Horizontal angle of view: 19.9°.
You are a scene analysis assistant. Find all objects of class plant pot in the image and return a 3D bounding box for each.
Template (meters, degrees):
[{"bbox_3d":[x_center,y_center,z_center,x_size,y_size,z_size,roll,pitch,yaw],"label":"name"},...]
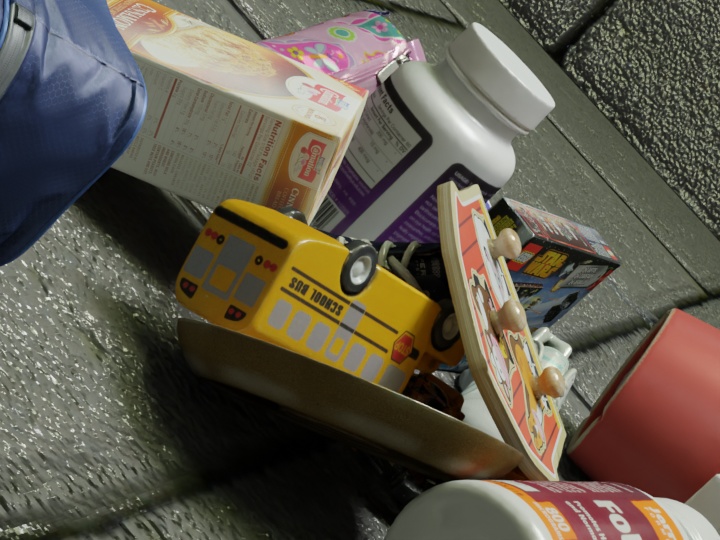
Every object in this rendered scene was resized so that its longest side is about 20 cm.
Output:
[{"bbox_3d":[0.269,0.136,1.575,0.177,0.201,0.200,37,14,4],"label":"plant pot"},{"bbox_3d":[-0.010,0.075,1.096,0.199,0.028,0.200,22,-8,3],"label":"plant pot"}]

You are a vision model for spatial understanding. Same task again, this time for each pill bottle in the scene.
[{"bbox_3d":[0.110,0.170,1.098,0.200,0.114,0.114,7,39,-51],"label":"pill bottle"},{"bbox_3d":[0.038,-0.075,1.442,0.111,0.200,0.112,42,15,-14],"label":"pill bottle"}]

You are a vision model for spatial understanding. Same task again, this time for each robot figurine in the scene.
[{"bbox_3d":[0.072,0.137,1.250,0.200,0.058,0.145,46,14,-4],"label":"robot figurine"}]

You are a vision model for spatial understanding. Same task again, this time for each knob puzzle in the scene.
[{"bbox_3d":[0.092,0.038,1.242,0.220,0.030,0.221,-18,90,-77],"label":"knob puzzle"}]

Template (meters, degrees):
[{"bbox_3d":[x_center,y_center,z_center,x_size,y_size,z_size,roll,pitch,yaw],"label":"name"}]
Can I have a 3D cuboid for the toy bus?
[{"bbox_3d":[-0.015,0.022,1.161,0.065,0.079,0.200,26,-4,35],"label":"toy bus"}]

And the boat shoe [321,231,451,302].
[{"bbox_3d":[0.000,0.000,1.289,0.200,0.092,0.075,25,52,-56],"label":"boat shoe"}]

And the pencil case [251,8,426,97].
[{"bbox_3d":[-0.040,-0.130,1.474,0.088,0.088,0.200,50,41,14],"label":"pencil case"}]

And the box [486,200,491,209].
[{"bbox_3d":[0.071,-0.051,1.604,0.200,0.041,0.120,153,-87,-84],"label":"box"}]

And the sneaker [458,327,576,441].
[{"bbox_3d":[0.110,0.089,1.447,0.070,0.080,0.200,45,16,-10],"label":"sneaker"}]

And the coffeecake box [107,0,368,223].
[{"bbox_3d":[-0.105,-0.102,1.236,0.199,0.073,0.154,23,16,0],"label":"coffeecake box"}]

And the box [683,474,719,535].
[{"bbox_3d":[0.266,0.252,1.352,0.200,0.124,0.097,53,16,25],"label":"box"}]

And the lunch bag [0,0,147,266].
[{"bbox_3d":[-0.209,-0.116,0.996,0.132,0.136,0.200,32,20,-44],"label":"lunch bag"}]

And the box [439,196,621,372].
[{"bbox_3d":[0.101,0.016,1.499,0.040,0.137,0.200,54,16,20],"label":"box"}]
